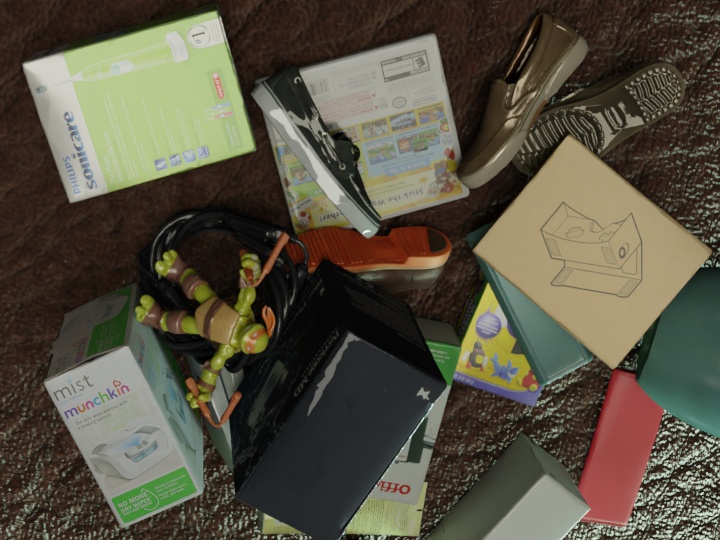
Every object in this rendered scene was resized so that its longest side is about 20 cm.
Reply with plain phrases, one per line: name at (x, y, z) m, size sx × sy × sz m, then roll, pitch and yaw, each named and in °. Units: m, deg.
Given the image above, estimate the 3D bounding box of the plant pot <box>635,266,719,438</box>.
plant pot at (0.400, 0.087, 1.275) m, size 0.160 × 0.201 × 0.202 m, roll 16°, pitch 106°, yaw 10°

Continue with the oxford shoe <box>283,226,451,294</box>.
oxford shoe at (0.000, 0.000, 1.246) m, size 0.198 × 0.072 × 0.073 m, roll -1°, pitch 131°, yaw -16°

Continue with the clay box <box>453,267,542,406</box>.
clay box at (0.182, 0.043, 1.303) m, size 0.114 × 0.048 × 0.201 m, roll 18°, pitch 105°, yaw -12°

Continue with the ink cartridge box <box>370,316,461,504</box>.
ink cartridge box at (0.017, 0.151, 1.296) m, size 0.145 × 0.083 × 0.202 m, roll 11°, pitch 106°, yaw -10°

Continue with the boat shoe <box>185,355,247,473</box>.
boat shoe at (-0.144, 0.137, 1.282) m, size 0.065 × 0.072 × 0.202 m, roll -23°, pitch 111°, yaw -22°

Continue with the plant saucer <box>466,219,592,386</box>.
plant saucer at (0.190, 0.034, 1.267) m, size 0.070 × 0.019 × 0.201 m, roll -27°, pitch 107°, yaw 3°

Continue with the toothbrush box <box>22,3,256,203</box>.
toothbrush box at (-0.219, -0.172, 1.162) m, size 0.198 × 0.086 × 0.147 m, roll -17°, pitch 109°, yaw -3°

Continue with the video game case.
video game case at (0.004, -0.142, 1.236) m, size 0.198 × 0.023 × 0.183 m, roll -15°, pitch 108°, yaw -4°

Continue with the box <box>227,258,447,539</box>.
box at (-0.031, 0.123, 1.128) m, size 0.117 × 0.200 × 0.197 m, roll 30°, pitch 103°, yaw -18°

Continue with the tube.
tube at (-0.021, 0.284, 1.355) m, size 0.198 × 0.058 × 0.052 m, roll 1°, pitch 65°, yaw -12°

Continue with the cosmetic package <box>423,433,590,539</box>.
cosmetic package at (0.165, 0.305, 1.350) m, size 0.081 × 0.113 × 0.200 m, roll 40°, pitch 101°, yaw -16°

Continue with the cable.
cable at (-0.152, 0.016, 1.204) m, size 0.199 × 0.051 × 0.165 m, roll 16°, pitch 89°, yaw 25°

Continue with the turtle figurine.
turtle figurine at (-0.140, 0.038, 1.132) m, size 0.064 × 0.161 × 0.202 m, roll 5°, pitch 107°, yaw -56°

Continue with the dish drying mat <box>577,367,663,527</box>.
dish drying mat at (0.315, 0.216, 1.391) m, size 0.076 × 0.018 × 0.202 m, roll 10°, pitch 107°, yaw -10°

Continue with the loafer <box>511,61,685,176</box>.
loafer at (0.255, -0.163, 1.240) m, size 0.199 × 0.068 × 0.076 m, roll -23°, pitch 101°, yaw 18°

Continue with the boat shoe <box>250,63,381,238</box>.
boat shoe at (-0.034, -0.122, 1.189) m, size 0.056 × 0.069 × 0.200 m, roll -37°, pitch 106°, yaw 4°

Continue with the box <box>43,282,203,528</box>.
box at (-0.243, 0.134, 1.195) m, size 0.096 × 0.200 × 0.178 m, roll -23°, pitch 108°, yaw -1°

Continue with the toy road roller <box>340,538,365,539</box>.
toy road roller at (-0.034, 0.431, 1.374) m, size 0.123 × 0.146 × 0.201 m, roll 40°, pitch 61°, yaw -17°

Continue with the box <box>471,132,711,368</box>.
box at (0.245, -0.021, 1.219) m, size 0.200 × 0.021 × 0.164 m, roll 39°, pitch 97°, yaw -1°

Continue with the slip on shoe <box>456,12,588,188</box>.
slip on shoe at (0.159, -0.181, 1.215) m, size 0.060 × 0.076 × 0.200 m, roll 36°, pitch 97°, yaw -22°
